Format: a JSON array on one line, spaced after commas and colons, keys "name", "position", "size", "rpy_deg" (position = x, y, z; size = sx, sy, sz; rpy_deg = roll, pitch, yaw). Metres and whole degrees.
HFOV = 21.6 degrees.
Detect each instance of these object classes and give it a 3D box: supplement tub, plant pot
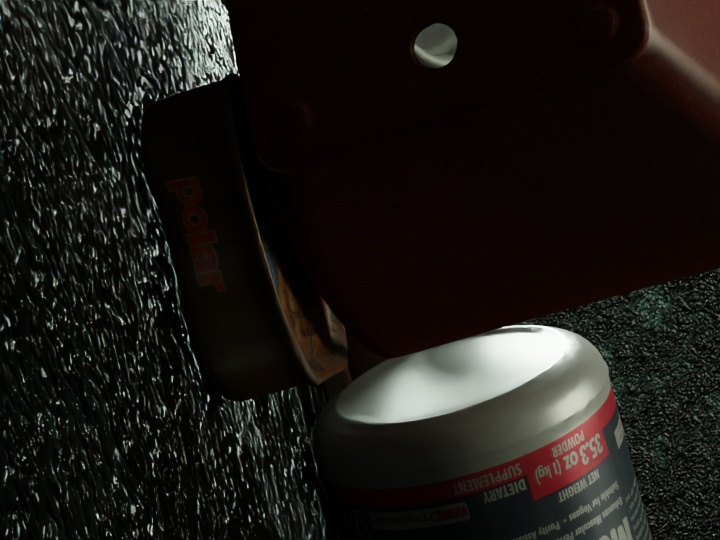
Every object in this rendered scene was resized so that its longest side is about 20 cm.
[{"name": "supplement tub", "position": [0.067, 0.140, 0.869], "size": [0.140, 0.139, 0.202], "rpy_deg": [-87, 161, -76]}, {"name": "plant pot", "position": [0.044, -0.097, 0.678], "size": [0.176, 0.198, 0.202], "rpy_deg": [23, 54, -67]}]

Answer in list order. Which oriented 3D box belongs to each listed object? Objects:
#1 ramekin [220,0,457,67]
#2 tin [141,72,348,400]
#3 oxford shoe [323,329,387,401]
[{"name": "ramekin", "position": [-0.004, -0.199, 0.960], "size": [0.200, 0.104, 0.203], "rpy_deg": [4, 85, -58]}, {"name": "tin", "position": [-0.040, -0.011, 0.702], "size": [0.200, 0.041, 0.113], "rpy_deg": [7, 71, -85]}, {"name": "oxford shoe", "position": [0.000, 0.000, 0.970], "size": [0.072, 0.071, 0.201], "rpy_deg": [-94, 166, -62]}]
